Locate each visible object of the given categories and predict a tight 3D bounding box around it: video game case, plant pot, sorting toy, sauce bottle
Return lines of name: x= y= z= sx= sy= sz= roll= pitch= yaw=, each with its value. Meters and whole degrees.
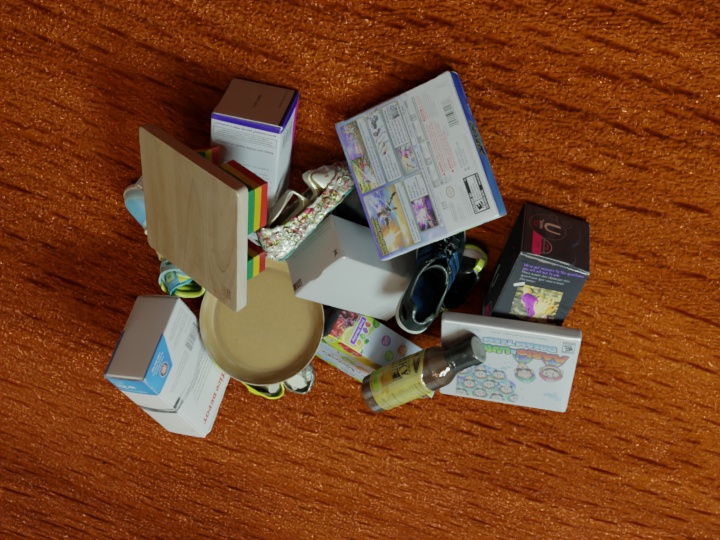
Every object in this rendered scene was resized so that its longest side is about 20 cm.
video game case: x=0.079 y=-0.138 z=1.154 sx=0.180 sy=0.045 sz=0.202 roll=-20 pitch=88 yaw=25
plant pot: x=-0.152 y=0.078 z=1.338 sx=0.198 sy=0.027 sz=0.202 roll=0 pitch=89 yaw=7
video game case: x=0.217 y=0.138 z=1.274 sx=0.198 sy=0.024 sz=0.183 roll=7 pitch=138 yaw=11
sorting toy: x=-0.209 y=-0.081 z=1.167 sx=0.198 sy=0.069 sz=0.201 roll=34 pitch=137 yaw=28
sauce bottle: x=0.093 y=0.150 z=1.264 sx=0.199 sy=0.065 sz=0.065 roll=-28 pitch=119 yaw=29

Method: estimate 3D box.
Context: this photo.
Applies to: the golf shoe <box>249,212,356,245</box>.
golf shoe: x=-0.102 y=-0.041 z=1.321 sx=0.198 sy=0.078 sz=0.095 roll=6 pitch=131 yaw=9

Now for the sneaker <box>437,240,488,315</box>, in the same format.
sneaker: x=0.123 y=0.031 z=1.325 sx=0.071 sy=0.083 sz=0.200 roll=30 pitch=129 yaw=-12

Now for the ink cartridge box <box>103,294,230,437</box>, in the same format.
ink cartridge box: x=-0.297 y=0.154 z=1.359 sx=0.085 sy=0.148 sz=0.201 roll=3 pitch=147 yaw=23

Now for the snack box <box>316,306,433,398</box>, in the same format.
snack box: x=0.015 y=0.137 z=1.402 sx=0.199 sy=0.068 sz=0.168 roll=34 pitch=161 yaw=-14

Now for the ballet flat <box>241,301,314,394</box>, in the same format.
ballet flat: x=-0.129 y=0.133 z=1.398 sx=0.071 sy=0.072 sz=0.201 roll=-13 pitch=130 yaw=22

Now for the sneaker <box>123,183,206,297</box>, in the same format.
sneaker: x=-0.300 y=-0.039 z=1.331 sx=0.200 sy=0.131 sz=0.079 roll=40 pitch=129 yaw=-20

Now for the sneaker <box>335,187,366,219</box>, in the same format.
sneaker: x=0.050 y=-0.096 z=1.235 sx=0.198 sy=0.089 sz=0.075 roll=-6 pitch=130 yaw=19

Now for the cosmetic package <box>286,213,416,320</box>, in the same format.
cosmetic package: x=0.000 y=0.000 z=1.271 sx=0.113 sy=0.082 sz=0.199 roll=-36 pitch=143 yaw=30

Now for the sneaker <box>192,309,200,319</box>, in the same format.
sneaker: x=-0.211 y=0.075 z=1.444 sx=0.198 sy=0.076 sz=0.105 roll=7 pitch=132 yaw=0

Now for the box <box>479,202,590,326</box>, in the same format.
box: x=0.252 y=0.023 z=1.262 sx=0.105 sy=0.123 sz=0.201 roll=17 pitch=131 yaw=-1

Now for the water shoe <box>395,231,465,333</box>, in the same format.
water shoe: x=0.113 y=-0.004 z=1.224 sx=0.071 sy=0.202 sz=0.079 roll=23 pitch=161 yaw=-10

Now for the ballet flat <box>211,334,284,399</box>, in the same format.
ballet flat: x=-0.180 y=0.165 z=1.429 sx=0.067 sy=0.067 sz=0.200 roll=28 pitch=165 yaw=31

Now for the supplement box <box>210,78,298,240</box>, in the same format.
supplement box: x=-0.154 y=-0.155 z=1.221 sx=0.102 sy=0.102 sz=0.201 roll=12 pitch=131 yaw=3

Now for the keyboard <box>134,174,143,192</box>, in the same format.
keyboard: x=-0.257 y=-0.089 z=1.332 sx=0.200 sy=0.057 sz=0.011 roll=41 pitch=149 yaw=-20

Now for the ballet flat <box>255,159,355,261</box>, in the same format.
ballet flat: x=-0.071 y=-0.099 z=1.201 sx=0.064 sy=0.200 sz=0.075 roll=50 pitch=162 yaw=-28
